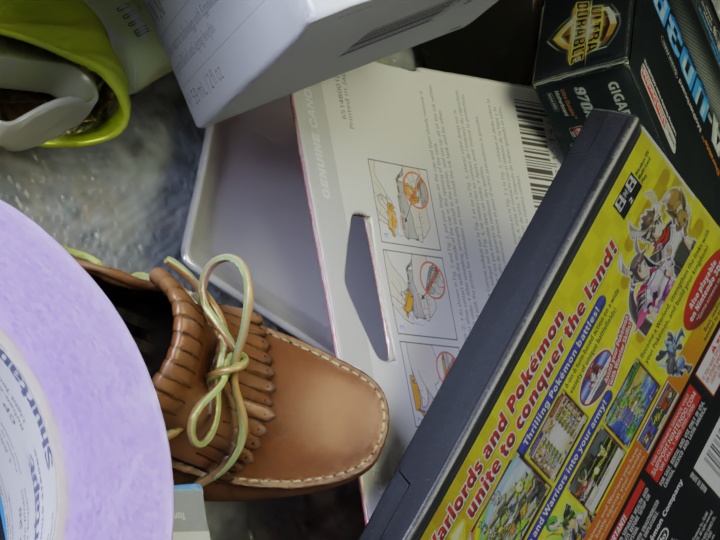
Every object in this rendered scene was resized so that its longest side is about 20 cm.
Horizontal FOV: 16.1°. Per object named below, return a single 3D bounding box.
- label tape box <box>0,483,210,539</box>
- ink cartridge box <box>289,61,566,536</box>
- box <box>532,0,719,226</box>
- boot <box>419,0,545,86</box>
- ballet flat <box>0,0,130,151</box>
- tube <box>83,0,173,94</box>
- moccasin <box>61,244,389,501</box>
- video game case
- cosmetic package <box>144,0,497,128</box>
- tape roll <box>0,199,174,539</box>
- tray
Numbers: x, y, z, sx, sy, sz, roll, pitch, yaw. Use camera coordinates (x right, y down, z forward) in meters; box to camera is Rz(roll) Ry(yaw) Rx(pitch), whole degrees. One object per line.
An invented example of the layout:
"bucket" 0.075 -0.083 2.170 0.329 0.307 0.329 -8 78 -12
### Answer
"label tape box" -0.104 0.174 0.826 0.143 0.066 0.201 3 69 -47
"ink cartridge box" 0.030 0.016 1.031 0.176 0.045 0.201 7 68 -47
"box" 0.139 -0.068 1.169 0.159 0.046 0.200 -77 148 -46
"boot" 0.064 -0.159 1.170 0.075 0.073 0.201 27 52 -51
"ballet flat" -0.153 -0.070 0.872 0.200 0.067 0.067 1 47 -51
"tube" -0.051 -0.124 1.034 0.200 0.058 0.052 -26 122 -48
"moccasin" -0.075 0.030 0.879 0.201 0.078 0.074 25 68 -25
"video game case" 0.095 0.068 1.003 0.181 0.025 0.201 46 67 -43
"cosmetic package" -0.026 -0.175 0.882 0.122 0.199 0.201 -22 89 -16
"tape roll" -0.159 0.071 0.728 0.199 0.085 0.201 6 72 -18
"tray" 0.000 0.000 1.057 0.200 0.022 0.108 34 49 -34
